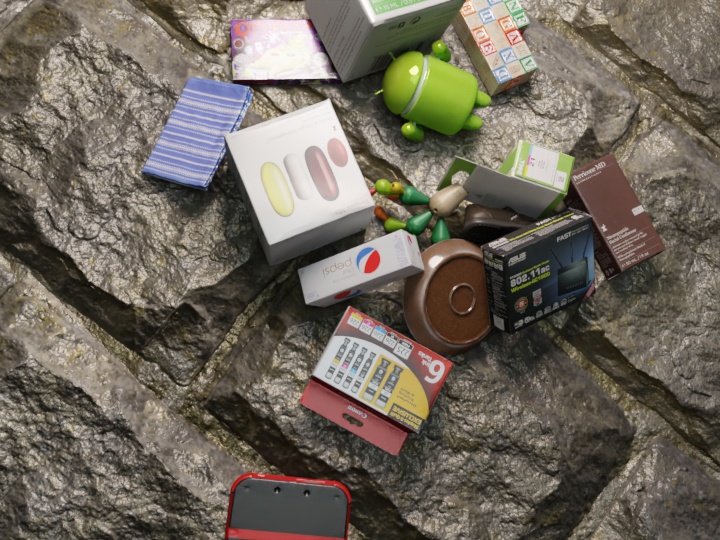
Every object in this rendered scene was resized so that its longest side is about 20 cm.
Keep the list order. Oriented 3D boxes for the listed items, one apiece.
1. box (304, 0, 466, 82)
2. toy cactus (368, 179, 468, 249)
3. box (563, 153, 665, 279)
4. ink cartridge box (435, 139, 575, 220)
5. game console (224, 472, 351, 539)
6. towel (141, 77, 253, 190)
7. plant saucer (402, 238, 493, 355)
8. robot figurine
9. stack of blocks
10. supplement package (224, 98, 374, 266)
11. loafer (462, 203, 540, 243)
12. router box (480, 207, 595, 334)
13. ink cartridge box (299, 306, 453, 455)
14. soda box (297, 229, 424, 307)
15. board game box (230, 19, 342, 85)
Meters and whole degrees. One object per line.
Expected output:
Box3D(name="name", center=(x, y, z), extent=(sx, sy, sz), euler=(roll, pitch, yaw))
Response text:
Box3D(name="box", center=(0.040, -0.470, 1.445), extent=(0.198, 0.200, 0.172), euler=(-23, 81, -22))
Box3D(name="toy cactus", center=(0.109, -0.094, 1.427), extent=(0.165, 0.102, 0.200), euler=(-38, 86, 7))
Box3D(name="box", center=(0.450, -0.097, 1.492), extent=(0.100, 0.075, 0.201), euler=(-26, 80, -11))
Box3D(name="ink cartridge box", center=(0.249, -0.166, 1.441), extent=(0.199, 0.148, 0.076), euler=(19, 71, -2))
Box3D(name="game console", center=(-0.119, 0.426, 1.342), extent=(0.199, 0.031, 0.178), euler=(7, 82, -4))
Box3D(name="towel", center=(-0.283, -0.243, 1.435), extent=(0.144, 0.024, 0.201), euler=(16, 75, 25))
Box3D(name="plant saucer", center=(0.166, 0.048, 1.406), extent=(0.199, 0.034, 0.201), euler=(-3, 97, -25))
Box3D(name="robot figurine", center=(0.127, -0.314, 1.466), extent=(0.199, 0.116, 0.176), euler=(18, 97, -16))
Box3D(name="stack of blocks", center=(0.254, -0.443, 1.548), extent=(0.115, 0.059, 0.201), euler=(-24, 82, -11))
Box3D(name="supplement package", center=(-0.104, -0.145, 1.400), extent=(0.190, 0.147, 0.201), euler=(-22, 80, -10))
Box3D(name="loafer", center=(0.267, -0.082, 1.451), extent=(0.199, 0.073, 0.072), euler=(11, 54, -27))
Box3D(name="router box", center=(0.304, -0.001, 1.399), extent=(0.199, 0.062, 0.151), euler=(-23, 118, -23))
Box3D(name="ink cartridge box", center=(0.024, 0.187, 1.377), extent=(0.199, 0.084, 0.176), euler=(28, 77, -1))
Box3D(name="soda box", center=(0.000, 0.000, 1.374), extent=(0.199, 0.068, 0.064), euler=(-20, 74, 21))
Box3D(name="board game box", center=(-0.135, -0.399, 1.512), extent=(0.199, 0.032, 0.121), euler=(-3, 74, -7))
